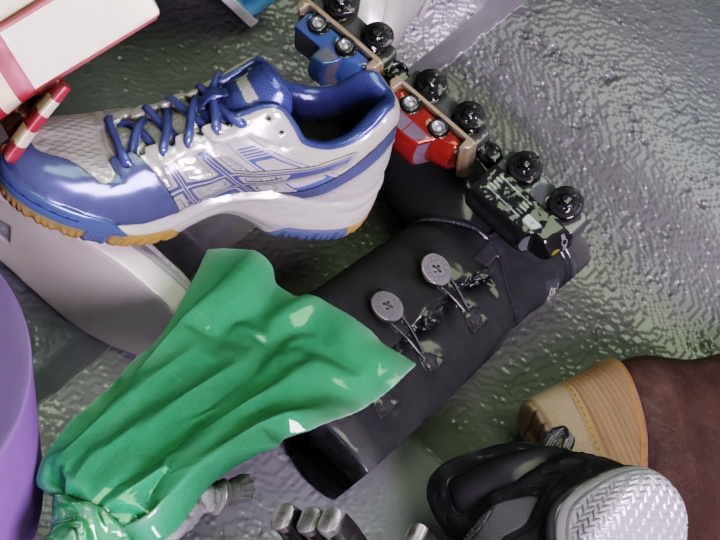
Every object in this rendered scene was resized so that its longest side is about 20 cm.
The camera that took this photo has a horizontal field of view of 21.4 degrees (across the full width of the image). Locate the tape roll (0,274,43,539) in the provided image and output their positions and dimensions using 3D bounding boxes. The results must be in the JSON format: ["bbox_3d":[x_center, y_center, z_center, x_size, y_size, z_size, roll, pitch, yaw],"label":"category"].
[{"bbox_3d":[-0.232,0.070,0.783,0.198,0.085,0.201,3,46,-3],"label":"tape roll"}]

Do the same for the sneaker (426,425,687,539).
[{"bbox_3d":[0.056,0.158,0.889,0.200,0.114,0.076,-45,122,-7],"label":"sneaker"}]

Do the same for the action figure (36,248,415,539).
[{"bbox_3d":[-0.075,0.070,0.826,0.117,0.055,0.200,25,38,20],"label":"action figure"}]

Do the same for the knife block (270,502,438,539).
[{"bbox_3d":[0.013,0.188,0.774,0.175,0.201,0.064,36,52,9],"label":"knife block"}]

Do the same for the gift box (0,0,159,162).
[{"bbox_3d":[-0.212,-0.144,0.839,0.187,0.199,0.185,58,6,-27],"label":"gift box"}]

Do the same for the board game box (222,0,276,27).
[{"bbox_3d":[-0.124,-0.251,1.030,0.026,0.200,0.201,-30,66,11],"label":"board game box"}]

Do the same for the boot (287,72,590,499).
[{"bbox_3d":[0.001,0.001,0.984,0.165,0.066,0.200,40,59,16],"label":"boot"}]

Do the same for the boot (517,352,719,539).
[{"bbox_3d":[0.186,0.125,0.964,0.165,0.073,0.201,-9,58,-25],"label":"boot"}]

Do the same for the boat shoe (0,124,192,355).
[{"bbox_3d":[-0.151,-0.032,0.938,0.199,0.072,0.069,31,53,12],"label":"boat shoe"}]

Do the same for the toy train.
[{"bbox_3d":[0.033,-0.076,0.983,0.046,0.034,0.200,-42,72,-17],"label":"toy train"}]

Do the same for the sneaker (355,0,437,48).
[{"bbox_3d":[0.057,-0.186,1.120,0.115,0.074,0.201,19,51,-6],"label":"sneaker"}]

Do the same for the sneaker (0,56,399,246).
[{"bbox_3d":[-0.074,-0.066,0.900,0.198,0.089,0.076,-4,48,-31],"label":"sneaker"}]
